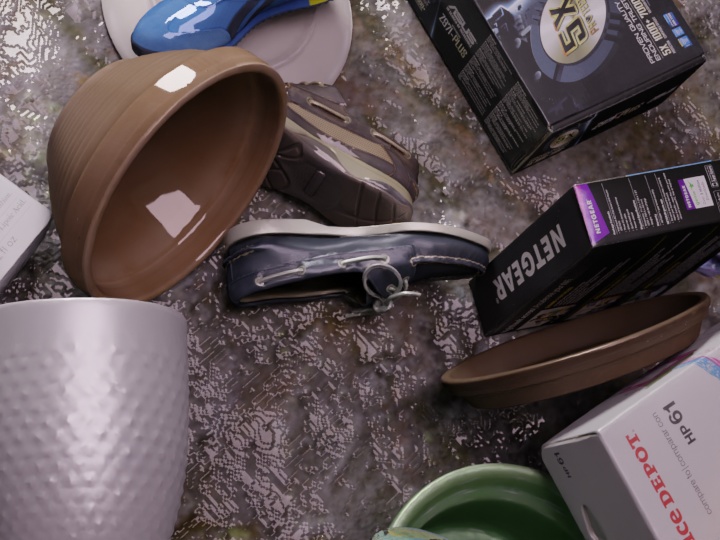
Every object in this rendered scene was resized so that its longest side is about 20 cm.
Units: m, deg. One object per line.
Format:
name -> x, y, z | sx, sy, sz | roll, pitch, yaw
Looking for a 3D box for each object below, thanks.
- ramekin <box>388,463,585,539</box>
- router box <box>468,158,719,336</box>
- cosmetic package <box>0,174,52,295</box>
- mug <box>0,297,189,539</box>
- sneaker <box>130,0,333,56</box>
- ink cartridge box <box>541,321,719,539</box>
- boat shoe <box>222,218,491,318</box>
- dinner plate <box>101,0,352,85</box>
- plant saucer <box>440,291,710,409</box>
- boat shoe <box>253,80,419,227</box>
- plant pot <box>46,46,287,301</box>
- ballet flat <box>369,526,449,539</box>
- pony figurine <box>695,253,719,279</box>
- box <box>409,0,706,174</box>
ramekin -> 0.088, 0.241, 1.350 | 0.199, 0.098, 0.201 | 7, 67, -17
router box -> 0.184, -0.016, 1.428 | 0.149, 0.200, 0.051 | -11, 74, -23
cosmetic package -> -0.320, -0.050, 1.335 | 0.200, 0.074, 0.102 | 36, 62, -4
mug -> -0.209, 0.121, 1.280 | 0.199, 0.148, 0.176 | -5, 76, 11
sneaker -> -0.087, -0.218, 1.445 | 0.200, 0.079, 0.066 | -29, 51, -28
ink cartridge box -> 0.243, 0.129, 1.336 | 0.200, 0.085, 0.145 | -31, 92, -25
boat shoe -> 0.000, 0.000, 1.428 | 0.199, 0.075, 0.062 | 3, 67, -17
dinner plate -> -0.098, -0.206, 1.504 | 0.199, 0.024, 0.201 | 8, 66, -17
plant saucer -> 0.155, 0.058, 1.396 | 0.200, 0.200, 0.030 | -19, 93, -25
boat shoe -> -0.044, -0.100, 1.462 | 0.200, 0.075, 0.073 | 34, 48, -9
plant pot -> -0.149, -0.080, 1.349 | 0.093, 0.201, 0.201 | 37, 60, 19
ballet flat -> 0.091, 0.229, 1.261 | 0.200, 0.074, 0.074 | 38, 62, -1
pony figurine -> 0.338, 0.025, 1.493 | 0.200, 0.167, 0.193 | 44, 28, 9
box -> 0.147, -0.204, 1.555 | 0.163, 0.086, 0.200 | -25, 79, -26
